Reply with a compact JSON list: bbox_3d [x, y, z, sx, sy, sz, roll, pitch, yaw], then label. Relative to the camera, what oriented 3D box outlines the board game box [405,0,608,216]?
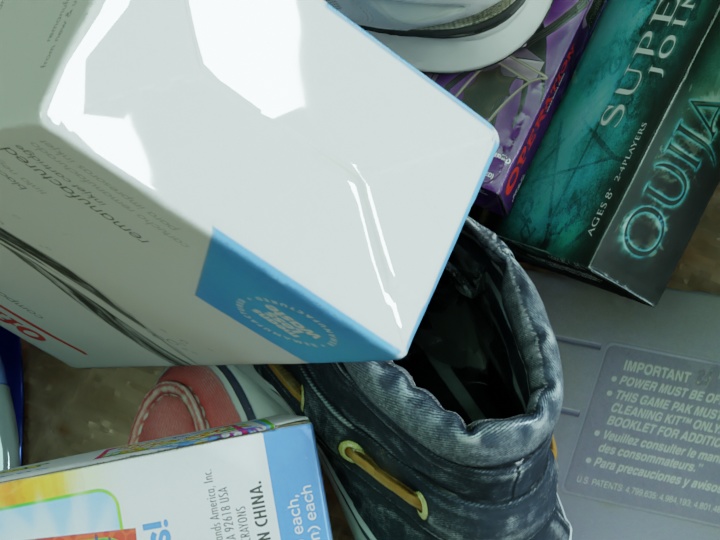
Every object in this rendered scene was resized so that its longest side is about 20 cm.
[{"bbox_3d":[-0.025,-0.109,0.805,0.199,0.032,0.121,24,78,13],"label":"board game box"}]

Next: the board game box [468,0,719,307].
[{"bbox_3d":[0.087,-0.093,0.818,0.028,0.135,0.201,29,86,-24],"label":"board game box"}]

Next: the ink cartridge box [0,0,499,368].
[{"bbox_3d":[-0.074,-0.029,0.757,0.200,0.116,0.067,-4,58,55],"label":"ink cartridge box"}]

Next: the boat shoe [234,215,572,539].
[{"bbox_3d":[0.000,0.000,0.804,0.070,0.091,0.201,-21,52,-20],"label":"boat shoe"}]

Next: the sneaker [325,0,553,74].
[{"bbox_3d":[-0.051,-0.108,0.735,0.199,0.115,0.076,11,79,12],"label":"sneaker"}]

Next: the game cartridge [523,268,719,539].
[{"bbox_3d":[0.113,0.073,0.805,0.199,0.038,0.130,11,65,24],"label":"game cartridge"}]

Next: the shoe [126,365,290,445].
[{"bbox_3d":[-0.065,0.119,0.823,0.071,0.091,0.202,-8,79,50],"label":"shoe"}]

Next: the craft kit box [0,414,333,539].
[{"bbox_3d":[-0.092,0.152,0.748,0.196,0.048,0.201,-10,92,-16],"label":"craft kit box"}]

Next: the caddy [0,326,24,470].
[{"bbox_3d":[-0.145,0.061,0.836,0.104,0.141,0.201,-4,80,16],"label":"caddy"}]
